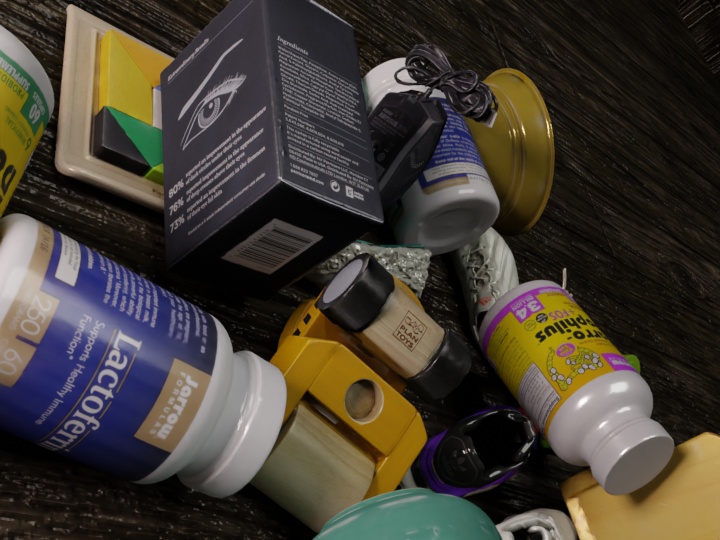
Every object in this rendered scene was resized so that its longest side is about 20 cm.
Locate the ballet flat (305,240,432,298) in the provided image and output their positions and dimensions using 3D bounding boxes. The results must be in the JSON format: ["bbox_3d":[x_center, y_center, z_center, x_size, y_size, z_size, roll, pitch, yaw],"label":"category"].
[{"bbox_3d":[0.000,0.000,0.859,0.199,0.072,0.072,6,54,-47],"label":"ballet flat"}]

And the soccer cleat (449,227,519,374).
[{"bbox_3d":[0.143,0.026,1.008,0.077,0.069,0.202,4,59,-53],"label":"soccer cleat"}]

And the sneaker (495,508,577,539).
[{"bbox_3d":[0.149,0.245,0.797,0.199,0.081,0.076,2,55,-53],"label":"sneaker"}]

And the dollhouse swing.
[{"bbox_3d":[0.311,0.267,0.850,0.182,0.175,0.202,34,32,-57],"label":"dollhouse swing"}]

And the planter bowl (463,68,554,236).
[{"bbox_3d":[0.141,-0.137,1.088,0.083,0.201,0.202,-7,61,-23],"label":"planter bowl"}]

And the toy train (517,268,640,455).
[{"bbox_3d":[0.238,0.095,0.946,0.084,0.115,0.202,20,78,-41],"label":"toy train"}]

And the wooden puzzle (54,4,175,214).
[{"bbox_3d":[-0.169,-0.128,0.786,0.184,0.037,0.202,22,43,-39],"label":"wooden puzzle"}]

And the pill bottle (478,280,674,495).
[{"bbox_3d":[0.198,0.106,0.843,0.104,0.105,0.200,20,25,-40],"label":"pill bottle"}]

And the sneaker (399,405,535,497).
[{"bbox_3d":[0.124,0.158,0.825,0.199,0.099,0.070,-11,70,-54],"label":"sneaker"}]

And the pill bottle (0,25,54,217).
[{"bbox_3d":[-0.253,-0.038,0.486,0.112,0.112,0.202,32,60,-29],"label":"pill bottle"}]

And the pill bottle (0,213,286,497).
[{"bbox_3d":[-0.150,0.060,0.557,0.199,0.115,0.116,31,38,-30],"label":"pill bottle"}]

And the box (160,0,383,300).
[{"bbox_3d":[-0.077,-0.102,0.724,0.104,0.147,0.202,19,52,-40],"label":"box"}]

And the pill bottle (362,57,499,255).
[{"bbox_3d":[0.066,-0.129,1.008,0.119,0.119,0.202,12,51,-46],"label":"pill bottle"}]

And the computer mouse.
[{"bbox_3d":[0.042,-0.123,0.920,0.053,0.200,0.139,39,6,-49],"label":"computer mouse"}]

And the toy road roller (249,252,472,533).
[{"bbox_3d":[-0.020,0.092,0.718,0.123,0.146,0.201,41,71,-17],"label":"toy road roller"}]

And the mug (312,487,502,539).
[{"bbox_3d":[0.018,0.213,0.592,0.184,0.152,0.115,15,45,-43],"label":"mug"}]
